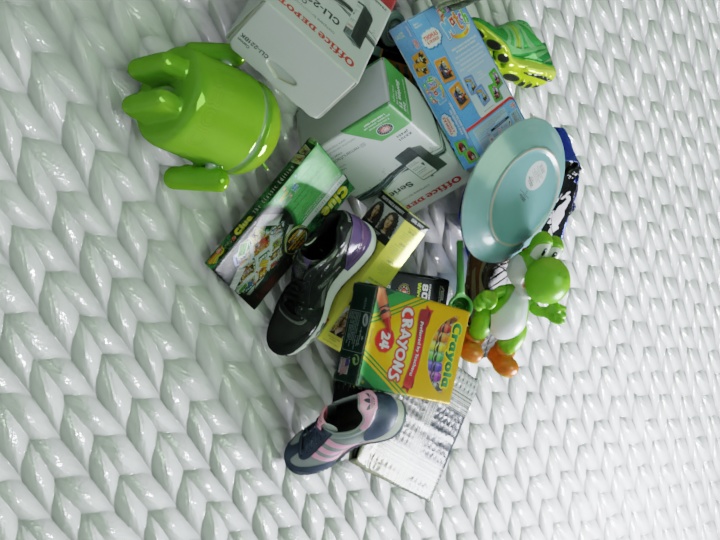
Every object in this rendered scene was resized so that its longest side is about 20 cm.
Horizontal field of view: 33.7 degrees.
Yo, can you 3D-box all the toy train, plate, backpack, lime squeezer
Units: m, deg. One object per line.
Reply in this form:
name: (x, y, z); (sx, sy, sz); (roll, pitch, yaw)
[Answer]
toy train: (0.051, -0.281, 1.591); (0.199, 0.085, 0.115); (7, 101, -46)
plate: (0.208, -0.100, 1.555); (0.199, 0.025, 0.202); (-23, 128, -34)
backpack: (0.226, -0.108, 1.724); (0.169, 0.160, 0.202); (-93, -175, -54)
lime squeezer: (0.140, 0.056, 1.689); (0.071, 0.037, 0.202); (-77, 173, -50)

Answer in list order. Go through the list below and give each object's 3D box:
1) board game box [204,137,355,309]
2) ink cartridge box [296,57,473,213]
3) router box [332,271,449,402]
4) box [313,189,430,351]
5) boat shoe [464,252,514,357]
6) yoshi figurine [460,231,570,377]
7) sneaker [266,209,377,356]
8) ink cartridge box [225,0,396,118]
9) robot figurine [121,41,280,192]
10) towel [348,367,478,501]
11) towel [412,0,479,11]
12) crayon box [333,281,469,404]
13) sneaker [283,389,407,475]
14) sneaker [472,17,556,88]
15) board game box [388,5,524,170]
board game box: (-0.096, -0.056, 1.460); (0.200, 0.023, 0.105); (-50, 138, -7)
ink cartridge box: (0.035, -0.161, 1.532); (0.199, 0.146, 0.084); (33, 38, -43)
router box: (0.044, 0.101, 1.653); (0.149, 0.062, 0.203); (8, 91, -48)
box: (0.000, 0.000, 1.534); (0.050, 0.075, 0.201); (32, 98, -42)
boat shoe: (0.182, 0.035, 1.698); (0.075, 0.074, 0.202); (-17, 134, -23)
yoshi figurine: (0.212, 0.048, 1.570); (0.112, 0.112, 0.201); (-8, 130, -57)
sneaker: (-0.068, 0.010, 1.480); (0.201, 0.075, 0.087); (-57, 148, 3)
ink cartridge box: (-0.052, -0.299, 1.397); (0.144, 0.084, 0.201); (39, 45, -18)
robot figurine: (-0.172, -0.178, 1.344); (0.199, 0.115, 0.178); (19, 71, -46)
towel: (0.072, 0.199, 1.626); (0.200, 0.034, 0.194); (37, 73, -45)
towel: (0.097, -0.430, 1.576); (0.192, 0.035, 0.201); (-25, 74, -44)
crayon box: (0.067, 0.098, 1.529); (0.199, 0.051, 0.129); (15, 86, -40)
sneaker: (-0.039, 0.198, 1.504); (0.082, 0.199, 0.071); (28, 42, -40)
sneaker: (0.212, -0.334, 1.769); (0.199, 0.074, 0.085); (17, 60, -43)
board game box: (0.131, -0.250, 1.549); (0.151, 0.036, 0.202); (-40, 104, -50)
